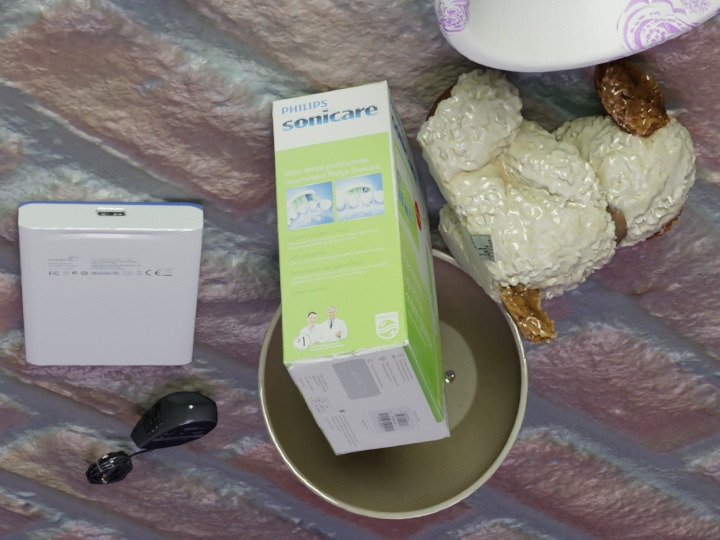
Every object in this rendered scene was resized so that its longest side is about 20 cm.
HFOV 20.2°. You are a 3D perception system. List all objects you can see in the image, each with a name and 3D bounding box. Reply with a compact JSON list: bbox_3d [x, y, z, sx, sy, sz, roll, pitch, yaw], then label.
[{"bbox_3d":[0.127,-0.201,1.108,0.199,0.105,0.201,-12,157,-5],"label":"paper bowl"},{"bbox_3d":[-0.188,0.012,1.523,0.131,0.026,0.200,0,149,-7],"label":"hard drive"},{"bbox_3d":[0.000,0.000,1.356,0.085,0.201,0.146,-10,149,8],"label":"toothbrush box"},{"bbox_3d":[-0.185,0.143,1.746,0.058,0.034,0.200,-1,159,-39],"label":"computer mouse"},{"bbox_3d":[0.032,0.083,1.539,0.199,0.202,0.143,-9,176,8],"label":"cup"},{"bbox_3d":[0.149,-0.051,1.368,0.171,0.161,0.200,-28,149,-6],"label":"plush dog"}]
